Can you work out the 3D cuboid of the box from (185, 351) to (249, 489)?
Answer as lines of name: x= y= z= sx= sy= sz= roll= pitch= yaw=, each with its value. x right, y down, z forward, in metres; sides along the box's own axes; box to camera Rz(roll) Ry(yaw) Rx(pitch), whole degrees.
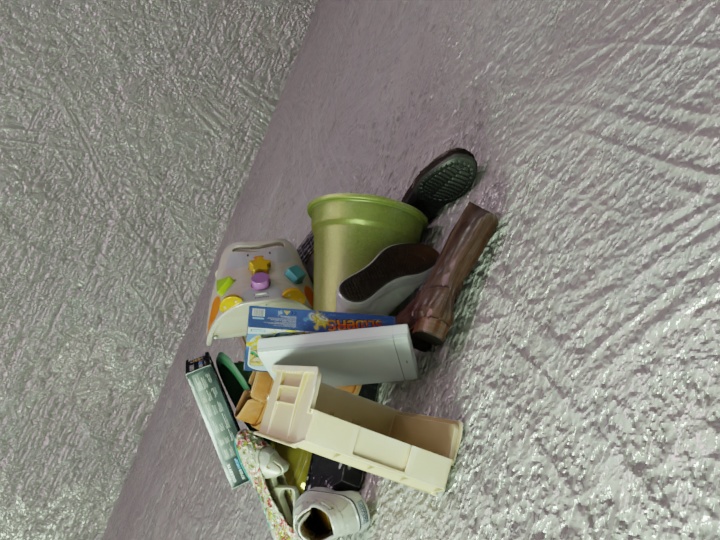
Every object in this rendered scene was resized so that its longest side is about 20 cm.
box: x=-0.233 y=0.243 z=1.351 sx=0.045 sy=0.203 sz=0.159 roll=-22 pitch=7 yaw=-10

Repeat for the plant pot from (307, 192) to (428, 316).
plant pot: x=0.000 y=0.000 z=1.292 sx=0.200 sy=0.198 sz=0.187 roll=155 pitch=126 yaw=-63

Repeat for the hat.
hat: x=-0.119 y=0.180 z=1.353 sx=0.200 sy=0.175 sz=0.167 roll=42 pitch=151 yaw=40

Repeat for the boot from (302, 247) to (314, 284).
boot: x=-0.109 y=0.012 z=1.456 sx=0.174 sy=0.069 sz=0.201 roll=-48 pitch=56 yaw=24

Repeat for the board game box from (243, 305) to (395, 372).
board game box: x=-0.060 y=0.102 z=1.126 sx=0.136 sy=0.196 sz=0.035 roll=107 pitch=165 yaw=-57

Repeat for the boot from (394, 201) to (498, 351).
boot: x=0.112 y=0.008 z=1.138 sx=0.202 sy=0.064 sz=0.186 roll=-67 pitch=17 yaw=-14

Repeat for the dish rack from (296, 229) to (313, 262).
dish rack: x=-0.062 y=0.015 z=1.488 sx=0.154 sy=0.054 sz=0.201 roll=-48 pitch=47 yaw=23

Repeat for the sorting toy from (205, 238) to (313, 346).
sorting toy: x=-0.167 y=0.016 z=1.358 sx=0.182 sy=0.196 sz=0.108 roll=-103 pitch=8 yaw=-45

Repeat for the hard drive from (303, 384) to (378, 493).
hard drive: x=-0.028 y=0.251 z=1.251 sx=0.140 sy=0.037 sz=0.202 roll=-44 pitch=29 yaw=49

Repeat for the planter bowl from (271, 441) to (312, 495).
planter bowl: x=-0.131 y=0.321 z=1.381 sx=0.201 sy=0.083 sz=0.202 roll=-53 pitch=22 yaw=32

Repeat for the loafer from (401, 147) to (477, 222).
loafer: x=0.116 y=-0.143 z=1.287 sx=0.200 sy=0.072 sz=0.072 roll=-40 pitch=32 yaw=54

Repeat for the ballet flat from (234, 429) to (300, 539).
ballet flat: x=-0.128 y=0.333 z=1.261 sx=0.063 sy=0.202 sz=0.075 roll=-26 pitch=-3 yaw=28

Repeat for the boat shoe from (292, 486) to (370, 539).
boat shoe: x=-0.062 y=0.349 z=1.137 sx=0.199 sy=0.069 sz=0.072 roll=-25 pitch=81 yaw=58

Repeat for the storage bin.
storage bin: x=-0.007 y=0.193 z=1.002 sx=0.198 sy=0.198 sz=0.095 roll=-15 pitch=54 yaw=67

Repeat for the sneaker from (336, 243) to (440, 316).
sneaker: x=0.037 y=0.025 z=1.197 sx=0.073 sy=0.198 sz=0.086 roll=41 pitch=140 yaw=30

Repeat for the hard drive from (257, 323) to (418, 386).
hard drive: x=-0.027 y=0.120 z=1.095 sx=0.132 sy=0.196 sz=0.027 roll=72 pitch=-166 yaw=-57

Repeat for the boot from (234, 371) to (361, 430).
boot: x=-0.086 y=0.167 z=1.213 sx=0.202 sy=0.153 sz=0.074 roll=-64 pitch=18 yaw=3

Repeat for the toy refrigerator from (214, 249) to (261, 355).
toy refrigerator: x=-0.183 y=0.069 z=1.421 sx=0.076 sy=0.069 sz=0.202 roll=-41 pitch=61 yaw=33
